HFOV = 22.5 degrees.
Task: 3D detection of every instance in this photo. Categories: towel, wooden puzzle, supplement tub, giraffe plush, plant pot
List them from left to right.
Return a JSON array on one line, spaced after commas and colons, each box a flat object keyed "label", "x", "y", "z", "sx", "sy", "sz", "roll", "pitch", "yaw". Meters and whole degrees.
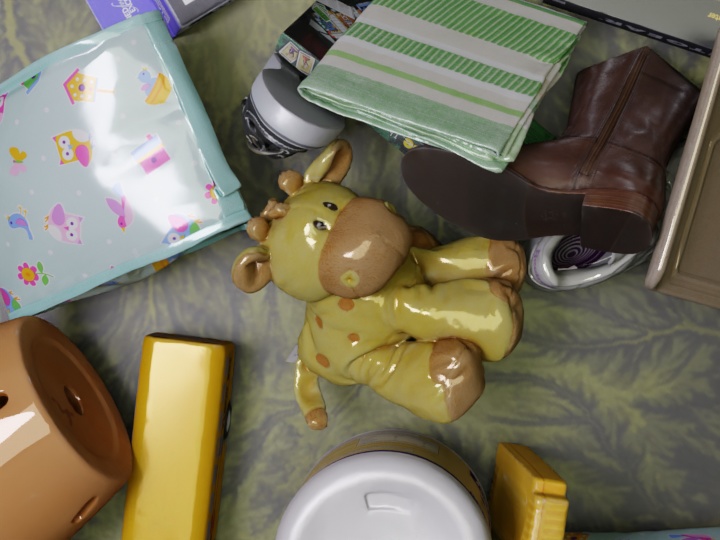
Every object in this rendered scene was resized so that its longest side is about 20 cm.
[{"label": "plant pot", "x": -0.255, "y": 0.125, "z": 1.279, "sx": 0.140, "sy": 0.200, "sz": 0.200, "roll": -31, "pitch": 90, "yaw": 9}, {"label": "giraffe plush", "x": 0.000, "y": 0.000, "z": 1.267, "sx": 0.199, "sy": 0.173, "sz": 0.162, "roll": -12, "pitch": 131, "yaw": 23}, {"label": "supplement tub", "x": 0.020, "y": 0.187, "z": 1.261, "sx": 0.145, "sy": 0.200, "sz": 0.146, "roll": 0, "pitch": 92, "yaw": 4}, {"label": "towel", "x": 0.064, "y": -0.146, "z": 1.270, "sx": 0.152, "sy": 0.200, "sz": 0.023, "roll": 21, "pitch": 130, "yaw": 11}, {"label": "wooden puzzle", "x": 0.280, "y": -0.061, "z": 1.283, "sx": 0.037, "sy": 0.200, "sz": 0.186, "roll": 19, "pitch": 94, "yaw": 46}]

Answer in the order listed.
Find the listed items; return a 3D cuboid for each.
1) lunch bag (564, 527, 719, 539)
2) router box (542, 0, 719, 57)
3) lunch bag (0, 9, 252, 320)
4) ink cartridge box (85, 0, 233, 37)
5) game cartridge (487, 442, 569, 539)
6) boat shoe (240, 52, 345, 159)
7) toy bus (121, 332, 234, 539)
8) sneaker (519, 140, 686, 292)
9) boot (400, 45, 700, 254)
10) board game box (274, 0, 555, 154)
[{"label": "lunch bag", "x": 0.208, "y": 0.295, "z": 1.305, "sx": 0.170, "sy": 0.122, "sz": 0.201, "roll": -1, "pitch": 102, "yaw": 0}, {"label": "router box", "x": 0.251, "y": -0.242, "z": 1.325, "sx": 0.199, "sy": 0.052, "sz": 0.158, "roll": 18, "pitch": 93, "yaw": 2}, {"label": "lunch bag", "x": -0.181, "y": -0.076, "z": 1.291, "sx": 0.200, "sy": 0.122, "sz": 0.171, "roll": -23, "pitch": 90, "yaw": 31}, {"label": "ink cartridge box", "x": -0.143, "y": -0.286, "z": 1.347, "sx": 0.200, "sy": 0.043, "sz": 0.198, "roll": -31, "pitch": 91, "yaw": 4}, {"label": "game cartridge", "x": 0.103, "y": 0.232, "z": 1.271, "sx": 0.032, "sy": 0.176, "sz": 0.201, "roll": 7, "pitch": 92, "yaw": -5}, {"label": "boat shoe", "x": -0.053, "y": -0.106, "z": 1.274, "sx": 0.069, "sy": 0.200, "sz": 0.057, "roll": 33, "pitch": 101, "yaw": -8}, {"label": "toy bus", "x": -0.136, "y": 0.149, "z": 1.341, "sx": 0.065, "sy": 0.078, "sz": 0.201, "roll": 7, "pitch": 92, "yaw": 2}, {"label": "sneaker", "x": 0.210, "y": -0.035, "z": 1.310, "sx": 0.200, "sy": 0.100, "sz": 0.075, "roll": -29, "pitch": 94, "yaw": 3}, {"label": "boot", "x": 0.141, "y": -0.101, "z": 1.289, "sx": 0.186, "sy": 0.200, "sz": 0.064, "roll": 17, "pitch": 134, "yaw": 8}, {"label": "board game box", "x": 0.042, "y": -0.128, "z": 1.320, "sx": 0.200, "sy": 0.105, "sz": 0.023, "roll": 39, "pitch": 133, "yaw": 2}]
